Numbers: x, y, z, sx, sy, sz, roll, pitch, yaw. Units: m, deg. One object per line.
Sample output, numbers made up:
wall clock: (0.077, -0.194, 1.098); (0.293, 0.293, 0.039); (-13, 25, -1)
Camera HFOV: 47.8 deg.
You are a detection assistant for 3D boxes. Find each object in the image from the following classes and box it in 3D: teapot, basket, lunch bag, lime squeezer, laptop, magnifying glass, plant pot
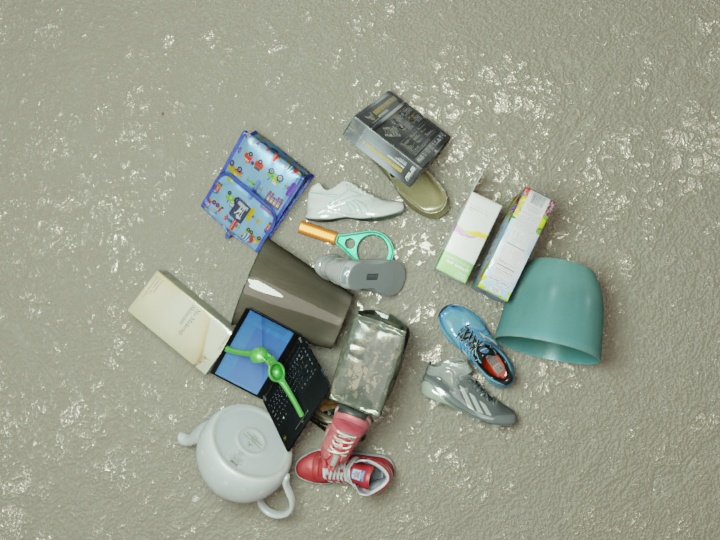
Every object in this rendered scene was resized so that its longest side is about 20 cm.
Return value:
teapot: (-0.230, 0.368, 1.554); (0.194, 0.202, 0.147); (7, 132, -31)
basket: (-0.123, 0.058, 1.565); (0.197, 0.136, 0.183); (22, 83, -1)
lunch bag: (-0.212, -0.149, 1.604); (0.150, 0.094, 0.201); (36, 103, 2)
lime squeezer: (-0.172, 0.184, 1.480); (0.199, 0.038, 0.071); (38, 117, 17)
laptop: (-0.170, 0.202, 1.510); (0.178, 0.102, 0.201); (-57, 47, 28)
magnifying glass: (-0.028, -0.056, 1.615); (0.197, 0.022, 0.081); (18, 90, 3)
lunch bag: (0.021, 0.164, 1.521); (0.116, 0.200, 0.167); (19, 93, 2)
plant pot: (0.361, 0.071, 1.516); (0.197, 0.201, 0.164); (13, 78, 3)

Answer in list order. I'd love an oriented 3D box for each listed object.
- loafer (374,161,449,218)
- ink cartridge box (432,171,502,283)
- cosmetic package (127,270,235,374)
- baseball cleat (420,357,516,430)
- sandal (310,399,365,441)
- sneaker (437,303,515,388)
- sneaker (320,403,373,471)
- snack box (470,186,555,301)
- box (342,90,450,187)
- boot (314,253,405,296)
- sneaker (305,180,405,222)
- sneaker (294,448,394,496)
loafer: (0.094, -0.180, 1.589); (0.200, 0.067, 0.076); (43, 92, 3)
ink cartridge box: (0.211, -0.079, 1.557); (0.066, 0.117, 0.203); (25, 91, 2)
cosmetic package: (-0.344, 0.101, 1.600); (0.199, 0.073, 0.104); (37, 90, 4)
baseball cleat: (0.216, 0.232, 1.568); (0.197, 0.070, 0.108); (17, 105, 3)
sandal: (-0.075, 0.275, 1.593); (0.197, 0.082, 0.055); (25, 68, 10)
sneaker: (0.230, 0.142, 1.565); (0.078, 0.090, 0.200); (-44, 87, 1)
sneaker: (-0.029, 0.309, 1.467); (0.073, 0.201, 0.088); (20, 59, -1)
snack box: (0.282, -0.044, 1.528); (0.067, 0.169, 0.203); (25, 89, 4)
box: (0.072, -0.252, 1.531); (0.157, 0.200, 0.049); (37, 123, 2)
boot: (0.000, 0.000, 1.556); (0.095, 0.199, 0.075); (20, 96, 36)
sneaker: (-0.011, -0.136, 1.593); (0.196, 0.070, 0.082); (1, 86, 3)
sneaker: (-0.033, 0.386, 1.560); (0.196, 0.112, 0.073); (-1, 88, 2)
